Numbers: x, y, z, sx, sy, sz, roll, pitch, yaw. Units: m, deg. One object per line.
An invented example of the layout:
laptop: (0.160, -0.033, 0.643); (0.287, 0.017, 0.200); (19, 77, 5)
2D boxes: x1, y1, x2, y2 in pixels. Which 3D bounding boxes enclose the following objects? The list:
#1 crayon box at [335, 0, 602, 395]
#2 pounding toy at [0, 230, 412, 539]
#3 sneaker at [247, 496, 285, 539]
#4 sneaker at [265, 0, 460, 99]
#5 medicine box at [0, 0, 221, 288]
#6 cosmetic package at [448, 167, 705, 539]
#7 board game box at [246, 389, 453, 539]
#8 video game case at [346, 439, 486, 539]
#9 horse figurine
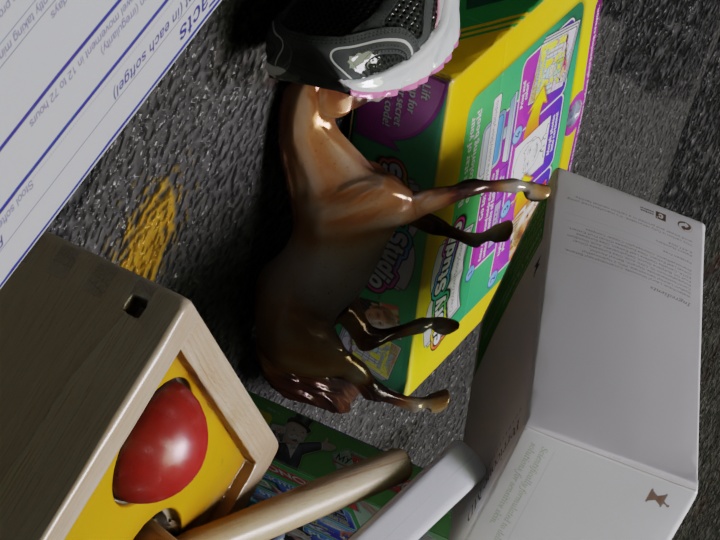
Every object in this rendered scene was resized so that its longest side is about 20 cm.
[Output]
crayon box: (0.055, -0.062, 1.248); (0.172, 0.058, 0.201); (-42, 149, -44)
pounding toy: (-0.097, 0.091, 0.925); (0.185, 0.142, 0.200); (-59, 159, -15)
sneaker: (-0.060, 0.156, 1.186); (0.087, 0.077, 0.200); (-63, 160, -15)
sneaker: (0.015, -0.154, 1.053); (0.200, 0.080, 0.087); (-56, 147, -45)
medicine box: (-0.124, -0.114, 0.691); (0.183, 0.103, 0.200); (-55, 157, -26)
cosmetic package: (0.100, 0.058, 1.089); (0.200, 0.084, 0.108); (-76, -172, -55)
board game box: (0.025, 0.131, 1.185); (0.029, 0.199, 0.135); (-59, 159, -21)
video game case: (-0.047, 0.168, 1.026); (0.200, 0.023, 0.182); (-39, 174, -35)
horse figurine: (0.000, 0.000, 1.140); (0.050, 0.132, 0.201); (-104, -148, -50)
